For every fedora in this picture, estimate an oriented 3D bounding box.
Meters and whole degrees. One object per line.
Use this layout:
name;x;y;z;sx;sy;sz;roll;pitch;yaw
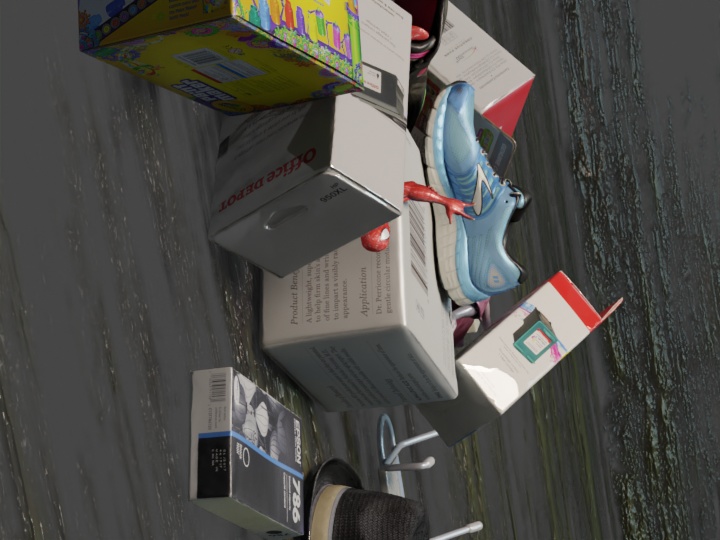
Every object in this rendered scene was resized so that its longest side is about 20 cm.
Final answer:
fedora;0.015;0.255;1.449;0.201;0.091;0.202;-7;90;-75

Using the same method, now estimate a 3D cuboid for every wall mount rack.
wall mount rack;0.071;0.240;1.701;0.174;0.074;0.201;-32;115;-74

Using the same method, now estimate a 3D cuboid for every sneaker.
sneaker;0.110;-0.073;1.457;0.078;0.090;0.201;0;82;-76
sneaker;0.033;-0.199;1.443;0.084;0.076;0.201;-82;-178;-61

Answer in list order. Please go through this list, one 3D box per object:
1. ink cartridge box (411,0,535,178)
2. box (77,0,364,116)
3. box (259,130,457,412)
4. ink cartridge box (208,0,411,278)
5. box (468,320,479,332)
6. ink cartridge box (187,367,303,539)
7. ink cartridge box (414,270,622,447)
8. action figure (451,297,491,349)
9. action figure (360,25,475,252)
ink cartridge box;0.096;-0.140;1.629;0.084;0.176;0.200;-36;160;-29
box;-0.096;-0.231;1.143;0.200;0.121;0.194;18;66;-63
box;0.000;0.000;1.435;0.200;0.130;0.200;53;33;-63
ink cartridge box;-0.039;-0.115;1.284;0.084;0.144;0.201;29;50;-34
box;0.086;-0.031;1.870;0.095;0.077;0.201;-64;145;-63
ink cartridge box;-0.080;0.148;1.254;0.200;0.039;0.100;49;37;-66
ink cartridge box;0.153;0.076;1.577;0.200;0.116;0.067;-38;87;-32
action figure;0.103;0.020;1.596;0.134;0.148;0.200;68;-31;28
action figure;0.046;-0.097;1.325;0.065;0.099;0.201;129;-24;-60
